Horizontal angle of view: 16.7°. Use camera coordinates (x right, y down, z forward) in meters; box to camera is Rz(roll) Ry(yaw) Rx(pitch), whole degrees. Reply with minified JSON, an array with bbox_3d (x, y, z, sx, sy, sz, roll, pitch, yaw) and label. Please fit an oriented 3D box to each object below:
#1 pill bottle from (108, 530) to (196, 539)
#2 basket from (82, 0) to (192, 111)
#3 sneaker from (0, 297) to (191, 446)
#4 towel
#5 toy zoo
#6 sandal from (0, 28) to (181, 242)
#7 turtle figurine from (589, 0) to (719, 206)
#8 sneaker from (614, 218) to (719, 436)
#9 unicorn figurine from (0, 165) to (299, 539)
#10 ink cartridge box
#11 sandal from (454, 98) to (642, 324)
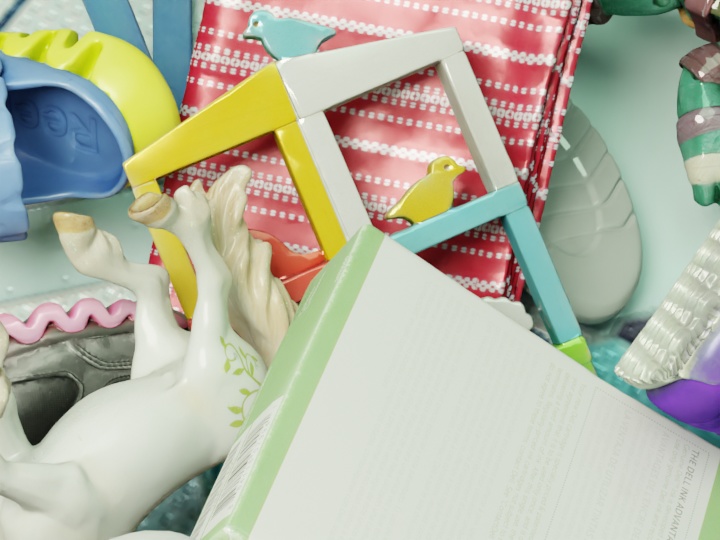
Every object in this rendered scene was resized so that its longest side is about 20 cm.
[{"bbox_3d":[-0.123,0.158,0.741,0.200,0.114,0.114,-23,53,30],"label":"pill bottle"},{"bbox_3d":[-0.097,-0.170,0.968,0.139,0.176,0.200,-12,45,6],"label":"basket"},{"bbox_3d":[-0.147,0.072,0.879,0.200,0.079,0.095,-18,83,-14],"label":"sneaker"},{"bbox_3d":[0.003,-0.060,0.918,0.145,0.022,0.200,13,95,8],"label":"towel"},{"bbox_3d":[0.000,0.000,0.885,0.131,0.020,0.200,-23,91,-4],"label":"toy zoo"},{"bbox_3d":[-0.172,-0.058,0.914,0.200,0.080,0.087,8,36,24],"label":"sandal"},{"bbox_3d":[0.152,-0.107,0.985,0.200,0.101,0.150,25,45,24],"label":"turtle figurine"},{"bbox_3d":[0.150,0.035,0.851,0.100,0.200,0.070,35,95,8],"label":"sneaker"},{"bbox_3d":[-0.094,0.060,0.820,0.200,0.137,0.074,-30,28,-14],"label":"unicorn figurine"},{"bbox_3d":[0.054,0.092,0.815,0.200,0.048,0.146,33,46,-9],"label":"ink cartridge box"},{"bbox_3d":[0.037,-0.058,0.976,0.082,0.050,0.203,-30,76,-37],"label":"sandal"}]
